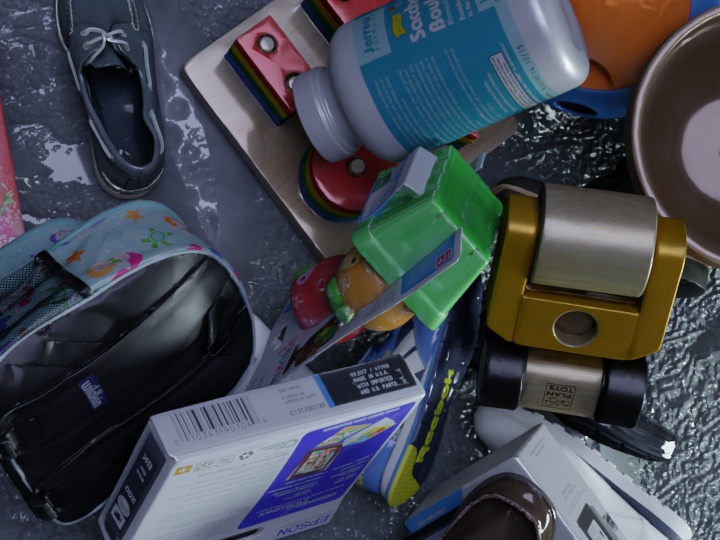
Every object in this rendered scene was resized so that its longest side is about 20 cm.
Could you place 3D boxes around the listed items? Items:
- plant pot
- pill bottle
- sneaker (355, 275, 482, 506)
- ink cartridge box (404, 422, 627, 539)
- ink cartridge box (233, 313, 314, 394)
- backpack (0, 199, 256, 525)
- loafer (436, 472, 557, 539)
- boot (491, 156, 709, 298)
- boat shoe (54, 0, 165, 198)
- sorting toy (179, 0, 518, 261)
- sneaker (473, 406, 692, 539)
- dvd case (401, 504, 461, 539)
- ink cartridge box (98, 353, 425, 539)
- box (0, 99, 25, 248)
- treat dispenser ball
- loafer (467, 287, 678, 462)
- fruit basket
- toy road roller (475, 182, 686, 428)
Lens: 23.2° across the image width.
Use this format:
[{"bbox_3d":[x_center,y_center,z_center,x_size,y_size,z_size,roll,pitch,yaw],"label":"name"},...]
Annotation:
[{"bbox_3d":[0.286,-0.093,1.289,0.200,0.093,0.201,0,85,-5],"label":"plant pot"},{"bbox_3d":[0.054,-0.147,1.254,0.200,0.111,0.111,-23,87,18],"label":"pill bottle"},{"bbox_3d":[0.032,0.072,1.321,0.082,0.074,0.200,20,85,26],"label":"sneaker"},{"bbox_3d":[0.142,0.231,1.312,0.200,0.116,0.067,54,29,-2],"label":"ink cartridge box"},{"bbox_3d":[-0.151,0.075,1.298,0.200,0.050,0.161,46,72,-6],"label":"ink cartridge box"},{"bbox_3d":[-0.177,0.050,1.196,0.200,0.178,0.151,-34,46,-12],"label":"backpack"},{"bbox_3d":[0.071,0.229,1.241,0.073,0.071,0.200,35,117,8],"label":"loafer"},{"bbox_3d":[0.199,-0.072,1.414,0.200,0.077,0.139,22,71,-25],"label":"boot"},{"bbox_3d":[-0.184,-0.157,1.320,0.073,0.062,0.200,-9,83,-17],"label":"boat shoe"},{"bbox_3d":[0.000,-0.139,1.365,0.200,0.070,0.199,-38,92,-18],"label":"sorting toy"},{"bbox_3d":[0.162,0.178,1.357,0.200,0.076,0.081,37,83,-5],"label":"sneaker"},{"bbox_3d":[0.098,0.275,1.297,0.200,0.143,0.018,53,30,-1],"label":"dvd case"},{"bbox_3d":[-0.078,0.142,1.220,0.198,0.200,0.043,-13,61,-32],"label":"ink cartridge box"},{"bbox_3d":[-0.304,-0.091,1.256,0.095,0.100,0.200,-10,83,-17],"label":"box"},{"bbox_3d":[0.192,-0.218,1.363,0.201,0.201,0.201,3,80,-15],"label":"treat dispenser ball"},{"bbox_3d":[0.168,0.083,1.374,0.200,0.068,0.070,31,82,-5],"label":"loafer"},{"bbox_3d":[0.000,0.000,1.238,0.200,0.185,0.094,-30,106,22],"label":"fruit basket"},{"bbox_3d":[0.152,0.007,1.268,0.123,0.200,0.146,8,37,-1],"label":"toy road roller"}]
